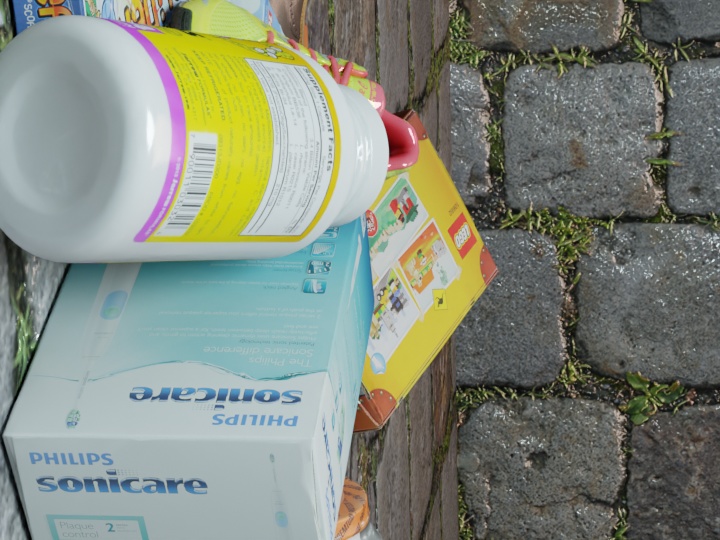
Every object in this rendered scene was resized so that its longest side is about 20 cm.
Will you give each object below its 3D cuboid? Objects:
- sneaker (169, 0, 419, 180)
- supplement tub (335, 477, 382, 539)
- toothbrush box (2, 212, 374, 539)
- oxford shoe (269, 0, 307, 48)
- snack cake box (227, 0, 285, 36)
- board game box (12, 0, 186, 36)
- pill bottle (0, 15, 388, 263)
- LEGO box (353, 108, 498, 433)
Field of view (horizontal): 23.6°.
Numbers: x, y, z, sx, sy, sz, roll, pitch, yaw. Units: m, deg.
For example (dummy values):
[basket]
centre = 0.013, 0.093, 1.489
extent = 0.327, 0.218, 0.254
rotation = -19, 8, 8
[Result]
[sneaker]
centre = -0.034, -0.102, 0.983
extent = 0.200, 0.090, 0.078
rotation = 31, 59, -54
[supplement tub]
centre = -0.039, 0.253, 1.222
extent = 0.123, 0.122, 0.200
rotation = -67, 156, -70
[toothbrush box]
centre = -0.076, 0.046, 0.861
extent = 0.200, 0.146, 0.085
rotation = -81, 168, -53
[oxford shoe]
centre = -0.068, -0.201, 1.198
extent = 0.073, 0.071, 0.200
rotation = -64, 154, -61
[snack cake box]
centre = -0.085, -0.060, 1.081
extent = 0.115, 0.067, 0.200
rotation = 54, 36, -75
[board game box]
centre = -0.130, -0.162, 0.870
extent = 0.200, 0.034, 0.135
rotation = -72, 161, -64
[pill bottle]
centre = -0.072, -0.056, 0.788
extent = 0.200, 0.104, 0.104
rotation = -1, 92, -56
[LEGO box]
centre = 0.000, 0.000, 1.242
extent = 0.200, 0.077, 0.149
rotation = -49, 119, -44
